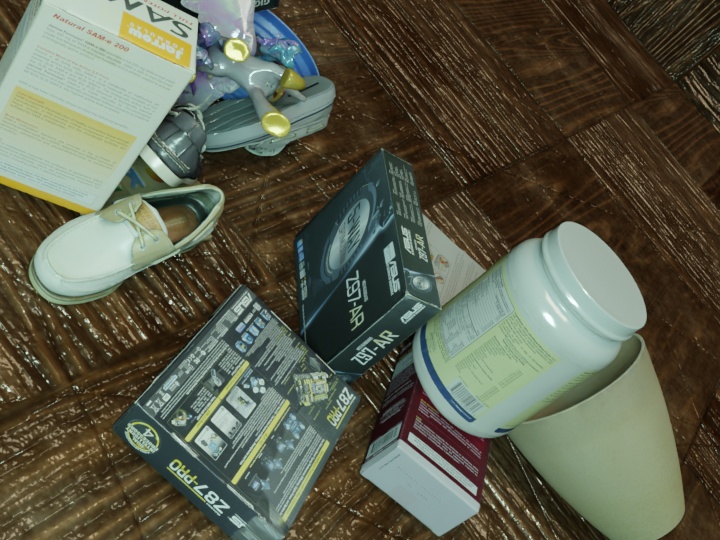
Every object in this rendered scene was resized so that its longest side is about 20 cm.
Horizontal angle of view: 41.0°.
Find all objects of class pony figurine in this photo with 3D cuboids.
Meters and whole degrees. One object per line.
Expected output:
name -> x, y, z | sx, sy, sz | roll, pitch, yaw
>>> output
pony figurine -> -0.139, -0.214, 0.988 | 0.193, 0.167, 0.200 | 27, 13, -11

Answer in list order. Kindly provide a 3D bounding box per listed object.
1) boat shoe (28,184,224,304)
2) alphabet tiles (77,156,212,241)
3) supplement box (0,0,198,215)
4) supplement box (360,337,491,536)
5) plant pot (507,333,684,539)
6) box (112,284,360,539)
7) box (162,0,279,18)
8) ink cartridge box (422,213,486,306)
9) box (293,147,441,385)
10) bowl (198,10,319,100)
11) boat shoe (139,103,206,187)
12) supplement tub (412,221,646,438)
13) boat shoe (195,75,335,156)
boat shoe -> -0.201, -0.035, 0.851 | 0.075, 0.068, 0.200 | 54, 40, 1
alphabet tiles -> -0.234, -0.102, 0.950 | 0.200, 0.006, 0.166 | 54, 33, 9
supplement box -> -0.237, -0.148, 0.807 | 0.126, 0.200, 0.074 | 22, 43, -29
supplement box -> 0.077, 0.157, 0.990 | 0.109, 0.061, 0.200 | 41, 34, -11
plant pot -> 0.280, 0.204, 1.093 | 0.200, 0.187, 0.187 | 60, 32, -7
box -> -0.097, 0.122, 0.837 | 0.161, 0.049, 0.200 | 42, 33, -6
box -> -0.176, -0.351, 1.071 | 0.200, 0.159, 0.046 | -22, 57, -30
ink cartridge box -> 0.095, 0.036, 1.153 | 0.173, 0.044, 0.200 | 40, 34, -10
box -> 0.000, 0.000, 0.973 | 0.043, 0.160, 0.200 | 24, 40, -31
bowl -> -0.139, -0.267, 1.201 | 0.200, 0.039, 0.201 | 30, 36, -25
boat shoe -> -0.169, -0.127, 0.932 | 0.073, 0.063, 0.200 | 47, 5, -12
supplement tub -> 0.164, 0.059, 0.951 | 0.145, 0.200, 0.145 | 31, 35, -26
boat shoe -> -0.105, -0.161, 1.099 | 0.200, 0.067, 0.073 | -25, 43, -33
